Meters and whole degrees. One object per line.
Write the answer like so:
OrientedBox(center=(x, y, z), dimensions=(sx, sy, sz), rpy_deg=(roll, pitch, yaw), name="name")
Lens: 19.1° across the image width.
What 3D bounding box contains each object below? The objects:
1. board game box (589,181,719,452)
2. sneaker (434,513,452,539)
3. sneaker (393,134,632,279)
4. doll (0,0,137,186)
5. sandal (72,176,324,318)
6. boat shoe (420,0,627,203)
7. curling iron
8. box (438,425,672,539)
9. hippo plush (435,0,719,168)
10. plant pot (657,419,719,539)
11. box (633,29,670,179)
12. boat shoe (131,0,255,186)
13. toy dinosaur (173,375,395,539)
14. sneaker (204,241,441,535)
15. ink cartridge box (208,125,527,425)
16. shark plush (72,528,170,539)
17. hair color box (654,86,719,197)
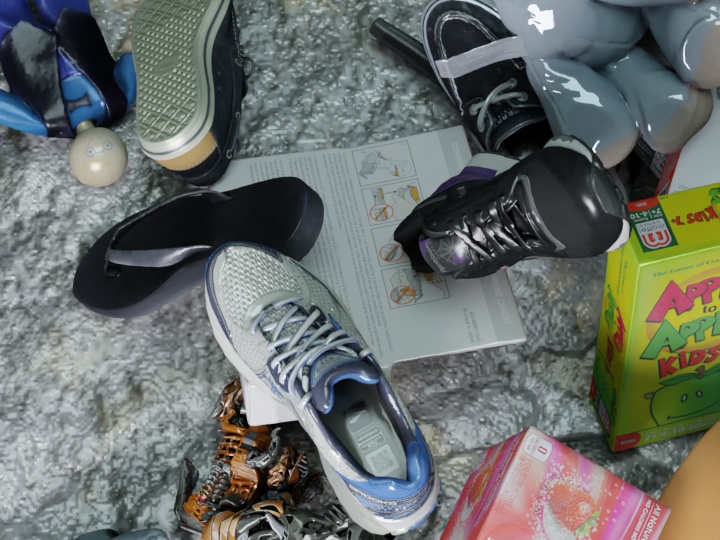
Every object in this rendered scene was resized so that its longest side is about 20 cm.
OrientedBox(center=(0.202, 0.029, 1.313), dimensions=(0.101, 0.201, 0.048), rpy_deg=(-13, 54, -8), name="board game box")
OrientedBox(center=(0.074, 0.241, 1.299), dimensions=(0.090, 0.078, 0.202), rpy_deg=(10, 75, -8), name="sneaker")
OrientedBox(center=(0.085, -0.022, 1.253), dimensions=(0.087, 0.200, 0.076), rpy_deg=(-33, 99, -18), name="sneaker")
OrientedBox(center=(-0.212, -0.144, 1.444), dimensions=(0.136, 0.048, 0.201), rpy_deg=(-22, 77, -22), name="doll")
OrientedBox(center=(-0.110, -0.024, 1.348), dimensions=(0.199, 0.043, 0.077), rpy_deg=(-18, 50, 36), name="sandal")
OrientedBox(center=(0.103, -0.100, 1.411), dimensions=(0.072, 0.068, 0.201), rpy_deg=(-33, 86, 18), name="boat shoe")
OrientedBox(center=(0.094, -0.122, 1.462), dimensions=(0.199, 0.026, 0.050), rpy_deg=(29, 106, 12), name="curling iron")
OrientedBox(center=(0.084, 0.205, 1.223), dimensions=(0.102, 0.095, 0.201), rpy_deg=(30, 71, -6), name="box")
OrientedBox(center=(0.153, -0.163, 1.380), dimensions=(0.198, 0.160, 0.161), rpy_deg=(-4, 23, 9), name="hippo plush")
OrientedBox(center=(0.257, 0.173, 1.278), dimensions=(0.140, 0.201, 0.200), rpy_deg=(33, 69, 29), name="plant pot")
OrientedBox(center=(0.235, -0.174, 1.484), dimensions=(0.193, 0.048, 0.200), rpy_deg=(-34, 74, -17), name="box")
OrientedBox(center=(-0.112, -0.136, 1.433), dimensions=(0.074, 0.062, 0.201), rpy_deg=(-20, 44, 19), name="boat shoe")
OrientedBox(center=(-0.051, 0.164, 1.322), dimensions=(0.135, 0.102, 0.202), rpy_deg=(-3, 85, 11), name="toy dinosaur")
OrientedBox(center=(-0.018, 0.057, 1.234), dimensions=(0.077, 0.085, 0.200), rpy_deg=(-37, 79, -12), name="sneaker")
OrientedBox(center=(0.000, 0.000, 1.362), dimensions=(0.175, 0.045, 0.201), rpy_deg=(-8, 46, -5), name="ink cartridge box")
OrientedBox(center=(-0.210, 0.198, 1.286), dimensions=(0.198, 0.083, 0.092), rpy_deg=(-7, 69, -6), name="shark plush")
OrientedBox(center=(0.267, -0.095, 1.399), dimensions=(0.110, 0.064, 0.201), rpy_deg=(19, 72, 0), name="hair color box")
